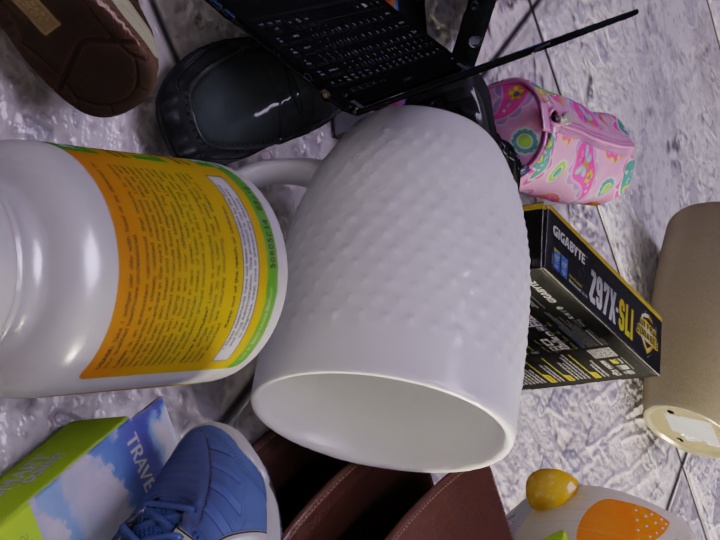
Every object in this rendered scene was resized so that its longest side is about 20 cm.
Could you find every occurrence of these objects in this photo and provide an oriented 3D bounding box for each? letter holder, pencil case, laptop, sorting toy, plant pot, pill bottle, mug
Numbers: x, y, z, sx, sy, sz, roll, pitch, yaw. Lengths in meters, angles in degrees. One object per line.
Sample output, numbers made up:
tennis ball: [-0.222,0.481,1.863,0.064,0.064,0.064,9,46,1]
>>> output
letter holder: [-0.003,0.159,0.842,0.200,0.099,0.144,-35,111,-56]
pencil case: [0.157,-0.102,1.178,0.199,0.086,0.089,9,76,-59]
laptop: [0.033,-0.158,0.834,0.199,0.104,0.177,40,27,12]
sorting toy: [0.099,0.241,0.941,0.106,0.200,0.180,39,43,1]
plant pot: [0.350,0.070,1.394,0.188,0.185,0.202,51,57,-40]
pill bottle: [-0.130,0.000,0.654,0.199,0.110,0.113,1,82,-59]
mug: [0.000,0.000,0.814,0.148,0.197,0.178,103,-3,-64]

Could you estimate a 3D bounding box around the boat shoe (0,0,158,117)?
boat shoe: [-0.168,-0.166,0.684,0.203,0.074,0.075,58,16,-34]

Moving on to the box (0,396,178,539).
box: [-0.143,0.156,0.659,0.200,0.047,0.124,-41,119,-54]

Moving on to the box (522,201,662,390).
box: [0.096,0.026,0.977,0.200,0.158,0.050,36,54,-49]

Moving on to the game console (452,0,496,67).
game console: [0.057,-0.249,1.056,0.201,0.115,0.178,-69,177,-53]

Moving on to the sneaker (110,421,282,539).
sneaker: [-0.092,0.148,0.628,0.077,0.075,0.202,57,38,-42]

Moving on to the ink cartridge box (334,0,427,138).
ink cartridge box: [0.010,-0.188,1.004,0.094,0.037,0.203,2,80,-59]

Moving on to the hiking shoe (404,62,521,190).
hiking shoe: [0.071,-0.074,1.013,0.202,0.075,0.101,84,24,-44]

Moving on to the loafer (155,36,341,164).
loafer: [-0.048,-0.111,0.853,0.200,0.070,0.069,-34,110,-56]
